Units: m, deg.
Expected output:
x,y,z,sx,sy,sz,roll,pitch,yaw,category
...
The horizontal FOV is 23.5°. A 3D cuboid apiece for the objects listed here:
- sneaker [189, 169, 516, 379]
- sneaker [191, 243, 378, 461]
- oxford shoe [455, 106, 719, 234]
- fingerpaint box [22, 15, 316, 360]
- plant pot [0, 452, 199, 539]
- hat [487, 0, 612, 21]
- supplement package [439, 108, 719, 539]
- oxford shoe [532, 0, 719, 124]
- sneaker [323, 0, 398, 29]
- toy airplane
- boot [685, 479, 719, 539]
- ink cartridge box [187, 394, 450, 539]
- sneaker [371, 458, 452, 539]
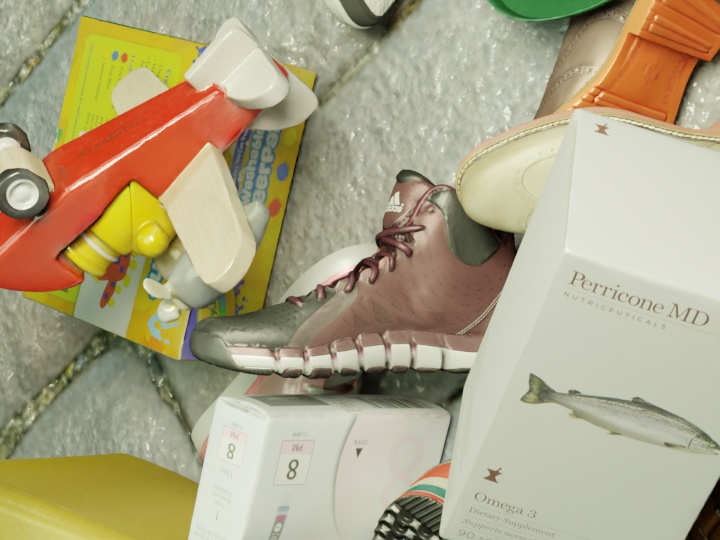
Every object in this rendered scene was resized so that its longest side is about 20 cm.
x,y,z,sx,sy,sz,roll,pitch,yaw,category
0.000,0.000,0.989,0.076,0.199,0.116,-168,78,-71,sneaker
-0.023,0.082,1.069,0.200,0.075,0.105,-53,56,30,sneaker
0.141,-0.039,0.905,0.199,0.074,0.071,-2,124,21,oxford shoe
-0.131,-0.056,1.167,0.166,0.073,0.201,17,97,39,fingerpaint box
-0.152,0.229,1.090,0.176,0.200,0.201,5,90,33,plant pot
0.084,-0.246,0.907,0.200,0.176,0.166,-8,58,47,hat
0.125,0.044,0.847,0.116,0.118,0.201,17,130,-1,supplement package
0.140,-0.108,0.970,0.200,0.071,0.073,-54,33,21,oxford shoe
0.038,-0.237,1.043,0.088,0.075,0.201,29,105,37,sneaker
-0.111,-0.055,1.028,0.198,0.141,0.200,-1,41,32,toy airplane
0.201,0.107,0.891,0.155,0.073,0.201,-43,52,39,boot
-0.033,0.172,1.013,0.057,0.162,0.201,14,96,40,ink cartridge box
0.034,0.187,1.019,0.070,0.093,0.200,33,128,15,sneaker
